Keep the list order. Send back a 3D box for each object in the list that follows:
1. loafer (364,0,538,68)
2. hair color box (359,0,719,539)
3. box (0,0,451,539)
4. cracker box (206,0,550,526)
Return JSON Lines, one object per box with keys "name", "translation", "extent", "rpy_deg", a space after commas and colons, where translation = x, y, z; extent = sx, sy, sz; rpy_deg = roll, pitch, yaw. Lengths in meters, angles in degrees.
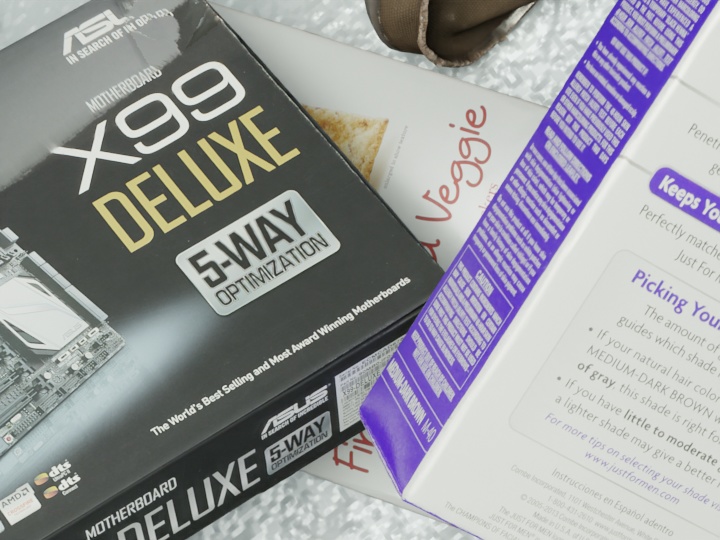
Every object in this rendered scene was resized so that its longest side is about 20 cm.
{"name": "loafer", "translation": [0.081, -0.129, 0.911], "extent": [0.200, 0.073, 0.071], "rpy_deg": [-45, 64, 23]}
{"name": "hair color box", "translation": [0.099, -0.008, 0.805], "extent": [0.109, 0.065, 0.201], "rpy_deg": [28, 103, -21]}
{"name": "box", "translation": [-0.095, 0.015, 0.860], "extent": [0.199, 0.050, 0.158], "rpy_deg": [-30, 58, -16]}
{"name": "cracker box", "translation": [0.000, 0.000, 0.948], "extent": [0.199, 0.058, 0.135], "rpy_deg": [18, 89, 18]}
